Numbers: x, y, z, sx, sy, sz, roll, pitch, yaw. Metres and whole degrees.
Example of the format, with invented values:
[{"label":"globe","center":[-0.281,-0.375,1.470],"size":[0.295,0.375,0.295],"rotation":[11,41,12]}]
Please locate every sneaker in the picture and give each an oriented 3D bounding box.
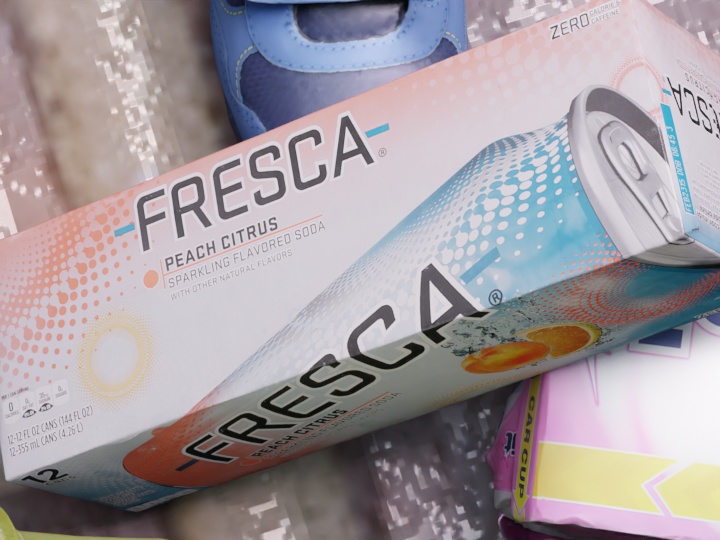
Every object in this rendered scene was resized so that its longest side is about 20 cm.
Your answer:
[{"label":"sneaker","center":[-0.007,-0.108,0.807],"size":[0.074,0.082,0.201],"rotation":[-3,82,0]}]

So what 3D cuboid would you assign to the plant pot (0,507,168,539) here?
[{"label":"plant pot","center":[0.012,0.145,0.717],"size":[0.190,0.200,0.201],"rotation":[-6,78,-12]}]

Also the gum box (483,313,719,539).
[{"label":"gum box","center":[0.137,0.026,0.783],"size":[0.199,0.066,0.114],"rotation":[8,78,3]}]

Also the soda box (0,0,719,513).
[{"label":"soda box","center":[0.000,0.000,0.750],"size":[0.200,0.064,0.069],"rotation":[-21,68,25]}]
